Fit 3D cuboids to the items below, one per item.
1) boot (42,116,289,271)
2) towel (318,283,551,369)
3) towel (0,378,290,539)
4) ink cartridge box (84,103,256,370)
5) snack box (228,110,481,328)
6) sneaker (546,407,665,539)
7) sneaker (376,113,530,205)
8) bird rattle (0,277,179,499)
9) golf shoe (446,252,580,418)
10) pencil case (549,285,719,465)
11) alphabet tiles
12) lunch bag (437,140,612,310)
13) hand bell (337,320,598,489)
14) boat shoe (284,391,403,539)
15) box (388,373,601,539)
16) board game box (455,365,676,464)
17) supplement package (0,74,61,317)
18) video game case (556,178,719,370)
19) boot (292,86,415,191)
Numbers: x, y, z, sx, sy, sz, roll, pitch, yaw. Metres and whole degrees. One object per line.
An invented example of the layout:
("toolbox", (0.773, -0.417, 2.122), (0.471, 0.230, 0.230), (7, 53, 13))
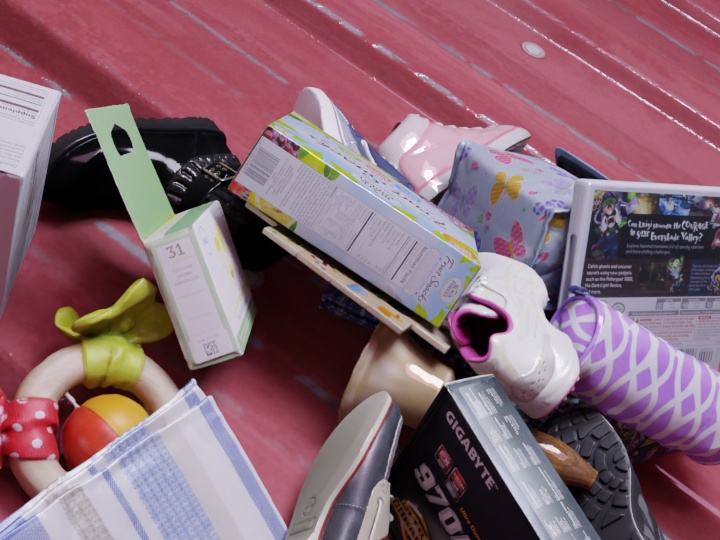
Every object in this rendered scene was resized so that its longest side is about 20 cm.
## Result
("boot", (-0.165, -0.061, 0.910), (0.211, 0.079, 0.158), (-18, 57, -39))
("towel", (0.075, 0.029, 0.947), (0.200, 0.024, 0.145), (21, 32, 8))
("towel", (-0.141, 0.181, 0.681), (0.200, 0.024, 0.147), (-36, 99, -44))
("ink cartridge box", (-0.138, -0.037, 0.793), (0.048, 0.200, 0.146), (-18, 10, 2))
("snack box", (0.001, -0.050, 0.870), (0.200, 0.068, 0.169), (32, 12, -3))
("sneaker", (0.204, 0.211, 0.826), (0.088, 0.076, 0.200), (37, 32, -54))
("sneaker", (0.096, -0.136, 1.118), (0.200, 0.075, 0.105), (-30, 70, -39))
("bird rattle", (-0.196, 0.102, 0.720), (0.163, 0.113, 0.200), (48, 46, -2))
("golf shoe", (0.108, 0.033, 0.840), (0.091, 0.075, 0.200), (28, 19, -25))
("pencil case", (0.237, 0.095, 0.869), (0.200, 0.085, 0.084), (31, 74, -19))
("alphabet tiles", (0.000, 0.000, 0.857), (0.200, 0.006, 0.166), (36, 13, 9))
("lunch bag", (0.197, -0.043, 1.009), (0.200, 0.127, 0.170), (9, 23, -33))
("hand bell", (0.093, 0.119, 0.816), (0.200, 0.104, 0.104), (26, 41, 12))
("boat shoe", (-0.011, 0.179, 0.733), (0.063, 0.071, 0.200), (36, 55, -14))
("box", (0.095, 0.198, 0.718), (0.046, 0.159, 0.200), (-10, 53, -32))
("board game box", (0.202, 0.120, 0.943), (0.200, 0.035, 0.136), (-8, 51, -32))
("supplement package", (-0.347, -0.073, 0.773), (0.200, 0.156, 0.111), (16, 42, -12))
("video game case", (0.263, 0.011, 0.938), (0.200, 0.182, 0.023), (0, 13, -29))
("boot", (-0.007, -0.104, 1.047), (0.090, 0.073, 0.200), (8, 46, -32))
